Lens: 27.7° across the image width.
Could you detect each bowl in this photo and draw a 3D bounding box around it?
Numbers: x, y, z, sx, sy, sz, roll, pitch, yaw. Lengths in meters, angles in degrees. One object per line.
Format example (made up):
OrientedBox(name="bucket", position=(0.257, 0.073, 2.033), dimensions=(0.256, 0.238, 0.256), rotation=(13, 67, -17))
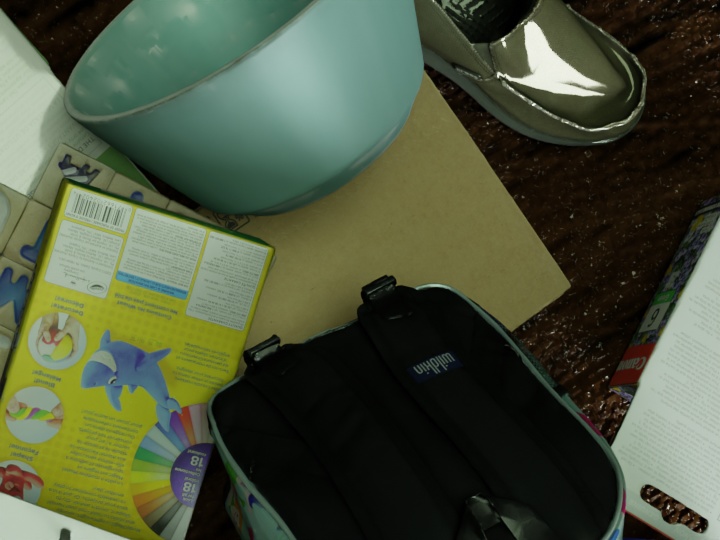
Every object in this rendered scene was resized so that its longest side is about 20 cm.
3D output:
OrientedBox(name="bowl", position=(-0.047, -0.104, 0.772), dimensions=(0.201, 0.200, 0.105), rotation=(-42, 120, -15))

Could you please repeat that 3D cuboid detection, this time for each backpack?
OrientedBox(name="backpack", position=(0.034, 0.123, 0.728), dimensions=(0.177, 0.200, 0.151), rotation=(-25, 130, -20))

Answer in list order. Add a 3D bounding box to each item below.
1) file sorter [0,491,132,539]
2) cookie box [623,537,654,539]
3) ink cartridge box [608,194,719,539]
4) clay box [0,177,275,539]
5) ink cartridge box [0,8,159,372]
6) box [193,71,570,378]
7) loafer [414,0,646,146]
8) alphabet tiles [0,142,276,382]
OrientedBox(name="file sorter", position=(-0.149, 0.174, 0.626), dimensions=(0.199, 0.125, 0.140), rotation=(22, 78, -9))
OrientedBox(name="cookie box", position=(0.169, 0.234, 0.754), dimensions=(0.075, 0.200, 0.172), rotation=(22, 78, -9))
OrientedBox(name="ink cartridge box", position=(0.213, 0.066, 0.867), dimensions=(0.109, 0.050, 0.201), rotation=(31, 78, -8))
OrientedBox(name="clay box", position=(-0.130, 0.065, 0.761), dimensions=(0.114, 0.048, 0.201), rotation=(17, 93, -17))
OrientedBox(name="ink cartridge box", position=(-0.221, -0.061, 0.785), dimensions=(0.146, 0.048, 0.200), rotation=(-45, 108, -15))
OrientedBox(name="box", position=(0.000, 0.000, 0.839), dimensions=(0.199, 0.021, 0.164), rotation=(-35, 91, -15))
OrientedBox(name="loafer", position=(0.089, -0.133, 0.847), dimensions=(0.199, 0.070, 0.076), rotation=(23, 78, -19))
OrientedBox(name="alphabet tiles", position=(-0.168, 0.021, 0.773), dimensions=(0.199, 0.008, 0.168), rotation=(28, 89, -17))
